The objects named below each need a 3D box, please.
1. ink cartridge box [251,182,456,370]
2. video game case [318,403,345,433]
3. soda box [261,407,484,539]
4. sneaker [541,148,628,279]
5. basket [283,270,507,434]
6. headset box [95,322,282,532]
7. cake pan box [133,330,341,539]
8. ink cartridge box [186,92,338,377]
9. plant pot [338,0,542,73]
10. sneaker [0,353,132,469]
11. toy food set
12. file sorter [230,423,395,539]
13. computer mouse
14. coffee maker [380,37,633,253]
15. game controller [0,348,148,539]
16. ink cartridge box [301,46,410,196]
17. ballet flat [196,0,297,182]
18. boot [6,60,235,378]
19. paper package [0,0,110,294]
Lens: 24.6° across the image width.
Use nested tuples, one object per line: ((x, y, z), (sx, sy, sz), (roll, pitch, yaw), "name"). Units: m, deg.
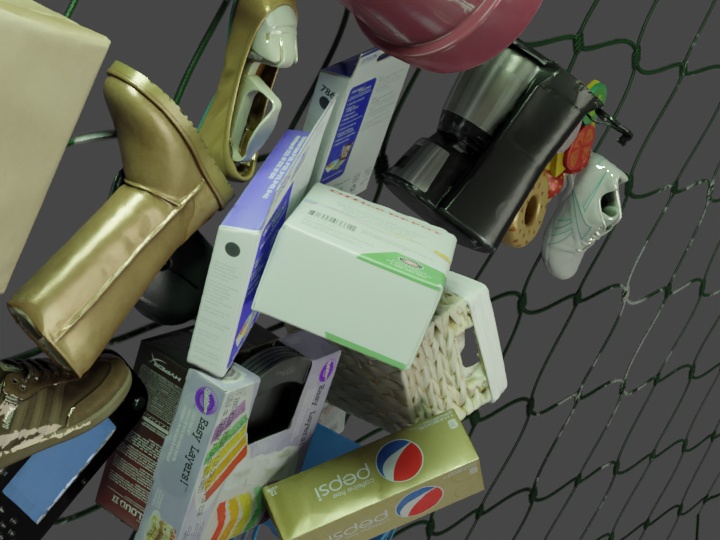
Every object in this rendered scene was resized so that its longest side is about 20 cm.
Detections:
((0.000, 0.000, 1.453), (0.200, 0.145, 0.088), (-65, 176, -73), "ink cartridge box")
((-0.082, 0.154, 1.766), (0.200, 0.022, 0.182), (-36, 144, -38), "video game case")
((0.012, 0.207, 1.563), (0.200, 0.064, 0.068), (-23, 145, -6), "soda box")
((0.288, -0.061, 2.127), (0.070, 0.080, 0.200), (-37, 147, -41), "sneaker")
((0.029, 0.072, 1.660), (0.123, 0.200, 0.136), (-33, 125, -31), "basket")
((-0.160, 0.154, 1.569), (0.149, 0.075, 0.200), (-15, 129, -56), "headset box")
((-0.110, 0.157, 1.521), (0.184, 0.052, 0.200), (-17, 131, -57), "cake pan box")
((-0.086, -0.040, 1.444), (0.198, 0.043, 0.200), (-64, 175, -58), "ink cartridge box")
((0.035, -0.283, 1.372), (0.179, 0.200, 0.200), (15, 104, -46), "plant pot")
((-0.268, 0.101, 1.330), (0.200, 0.070, 0.076), (-30, 124, -39), "sneaker")
((0.222, -0.137, 1.971), (0.200, 0.049, 0.198), (-40, 147, -33), "toy food set")
((-0.044, 0.273, 1.720), (0.200, 0.139, 0.123), (-43, 156, -63), "file sorter")
((-0.174, 0.001, 1.421), (0.139, 0.053, 0.200), (-59, 153, -3), "computer mouse")
((0.151, -0.118, 1.712), (0.200, 0.192, 0.135), (-57, 169, -3), "coffee maker")
((-0.265, 0.159, 1.433), (0.200, 0.042, 0.104), (-52, 152, -17), "game controller")
((-0.009, -0.144, 1.546), (0.099, 0.039, 0.200), (-29, 151, -45), "ink cartridge box")
((-0.084, -0.167, 1.397), (0.069, 0.063, 0.200), (-10, 124, -54), "ballet flat")
((-0.201, -0.038, 1.294), (0.200, 0.066, 0.175), (-49, 131, -16), "boot")
((-0.285, -0.096, 1.079), (0.191, 0.103, 0.200), (9, 108, -62), "paper package")
